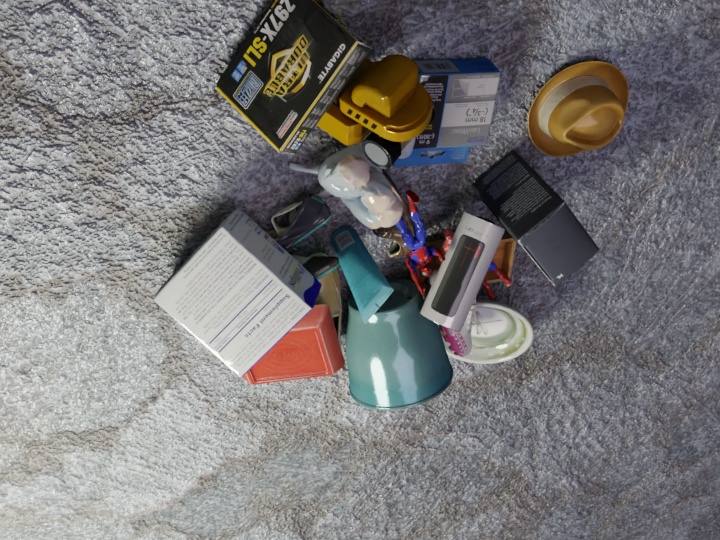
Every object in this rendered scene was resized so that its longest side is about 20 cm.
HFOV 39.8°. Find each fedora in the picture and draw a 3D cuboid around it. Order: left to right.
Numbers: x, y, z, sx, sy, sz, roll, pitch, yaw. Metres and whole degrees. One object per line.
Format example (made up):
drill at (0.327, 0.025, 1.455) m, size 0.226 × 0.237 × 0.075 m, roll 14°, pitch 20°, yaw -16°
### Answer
fedora at (0.394, -0.268, 1.743) m, size 0.200 × 0.082 × 0.201 m, roll -11°, pitch 128°, yaw -14°

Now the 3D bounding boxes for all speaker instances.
speaker at (0.180, 0.000, 1.746) m, size 0.081 × 0.081 × 0.201 m, roll 20°, pitch 97°, yaw -33°

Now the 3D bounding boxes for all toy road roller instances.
toy road roller at (0.016, -0.266, 1.487) m, size 0.123 × 0.200 × 0.146 m, roll -48°, pitch 161°, yaw -24°

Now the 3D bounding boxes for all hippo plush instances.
hippo plush at (0.024, -0.173, 1.619) m, size 0.159 × 0.200 × 0.161 m, roll 44°, pitch 75°, yaw -28°

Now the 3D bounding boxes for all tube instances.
tube at (0.000, 0.000, 1.702) m, size 0.050 × 0.200 × 0.078 m, roll 20°, pitch 117°, yaw -33°

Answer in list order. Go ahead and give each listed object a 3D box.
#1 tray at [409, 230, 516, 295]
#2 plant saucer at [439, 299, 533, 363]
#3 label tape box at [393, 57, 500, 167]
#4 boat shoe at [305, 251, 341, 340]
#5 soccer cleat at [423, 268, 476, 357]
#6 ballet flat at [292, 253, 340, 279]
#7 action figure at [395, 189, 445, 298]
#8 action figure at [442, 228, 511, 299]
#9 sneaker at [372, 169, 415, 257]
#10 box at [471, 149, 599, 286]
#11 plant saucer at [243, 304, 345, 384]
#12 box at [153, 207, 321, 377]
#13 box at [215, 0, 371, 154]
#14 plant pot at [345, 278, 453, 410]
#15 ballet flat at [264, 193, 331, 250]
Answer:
tray at (0.192, -0.016, 1.880) m, size 0.199 × 0.037 × 0.099 m, roll -9°, pitch 128°, yaw -16°
plant saucer at (0.240, 0.109, 1.958) m, size 0.199 × 0.050 × 0.201 m, roll 5°, pitch 141°, yaw 4°
label tape box at (0.143, -0.250, 1.664) m, size 0.144 × 0.063 × 0.201 m, roll -6°, pitch 127°, yaw -18°
boat shoe at (-0.060, 0.059, 1.802) m, size 0.071 × 0.076 × 0.201 m, roll -18°, pitch 129°, yaw -7°
soccer cleat at (0.186, 0.079, 1.846) m, size 0.086 × 0.070 × 0.200 m, roll -17°, pitch 123°, yaw 15°
ballet flat at (-0.125, 0.018, 1.732) m, size 0.200 × 0.068 × 0.068 m, roll -38°, pitch 89°, yaw 26°
action figure at (0.104, -0.036, 1.710) m, size 0.065 × 0.099 × 0.200 m, roll -27°, pitch 143°, yaw -3°
action figure at (0.209, -0.019, 1.833) m, size 0.065 × 0.052 × 0.200 m, roll -37°, pitch 129°, yaw 14°
sneaker at (0.050, -0.093, 1.738) m, size 0.075 × 0.071 × 0.200 m, roll -31°, pitch 130°, yaw 3°
box at (0.307, -0.094, 1.760) m, size 0.104 × 0.200 × 0.148 m, roll -40°, pitch 131°, yaw 7°
plant saucer at (-0.139, 0.143, 1.799) m, size 0.199 × 0.037 × 0.200 m, roll -7°, pitch 142°, yaw 5°
box at (-0.200, 0.036, 1.646) m, size 0.200 × 0.105 × 0.184 m, roll 43°, pitch 110°, yaw -9°
box at (-0.102, -0.298, 1.460) m, size 0.200 × 0.160 × 0.049 m, roll -51°, pitch 157°, yaw 19°
plant pot at (0.058, 0.125, 1.840) m, size 0.199 × 0.200 × 0.189 m, roll -17°, pitch 115°, yaw -10°
ballet flat at (-0.137, -0.058, 1.695) m, size 0.200 × 0.073 × 0.073 m, roll -41°, pitch 130°, yaw 18°
